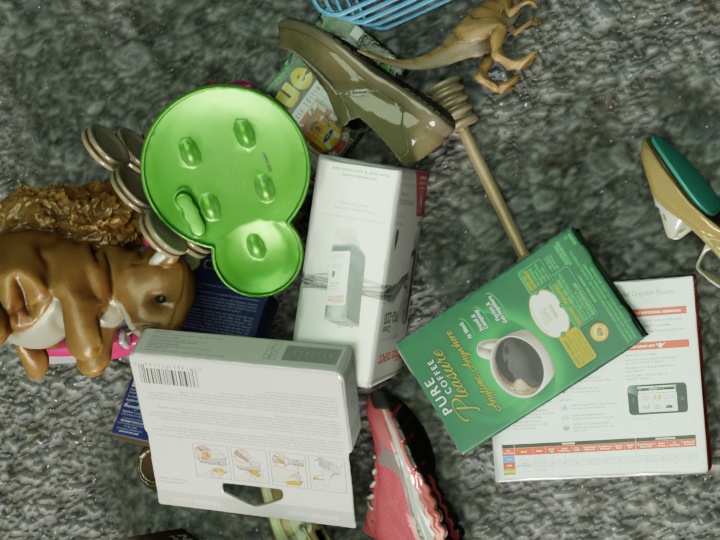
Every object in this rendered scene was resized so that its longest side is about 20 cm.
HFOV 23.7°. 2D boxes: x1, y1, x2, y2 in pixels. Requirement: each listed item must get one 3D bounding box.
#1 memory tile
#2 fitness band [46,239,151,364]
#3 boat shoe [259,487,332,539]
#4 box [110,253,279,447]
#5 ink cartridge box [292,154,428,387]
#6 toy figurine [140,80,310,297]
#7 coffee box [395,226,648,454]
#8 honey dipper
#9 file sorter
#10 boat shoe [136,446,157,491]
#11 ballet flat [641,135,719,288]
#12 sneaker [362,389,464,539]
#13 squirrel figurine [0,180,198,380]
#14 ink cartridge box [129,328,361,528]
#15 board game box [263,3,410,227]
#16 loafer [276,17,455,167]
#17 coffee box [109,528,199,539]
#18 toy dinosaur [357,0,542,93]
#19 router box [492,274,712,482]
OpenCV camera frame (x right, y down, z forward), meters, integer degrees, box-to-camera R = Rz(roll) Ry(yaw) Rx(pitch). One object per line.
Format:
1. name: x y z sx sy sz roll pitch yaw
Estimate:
1. memory tile: -0.174 -0.071 1.602 0.017 0.200 0.154 -41 74 19
2. fitness band: -0.268 0.017 1.691 0.198 0.037 0.145 -5 66 17
3. boat shoe: -0.039 0.264 1.650 0.063 0.073 0.202 -23 88 8
4. box: -0.154 0.078 1.657 0.120 0.032 0.201 9 71 26
5. ink cartridge box: 0.000 0.000 1.591 0.084 0.146 0.202 11 94 12
6. toy figurine: -0.113 -0.097 1.589 0.149 0.184 0.201 -19 110 4
7. coffee box: 0.145 0.064 1.556 0.199 0.044 0.123 -36 82 13
8. honey dipper: 0.119 -0.086 1.614 0.038 0.038 0.201 -26 86 14
9. file sorter: 0.022 -0.298 1.552 0.138 0.200 0.123 -23 88 14
10. boat shoe: -0.137 0.161 1.668 0.201 0.075 0.075 -26 85 14
11. ballet flat: 0.313 -0.034 1.551 0.200 0.069 0.063 46 116 10
12. sneaker: 0.033 0.215 1.626 0.086 0.074 0.201 -22 86 16
13. squirrel figurine: -0.247 -0.005 1.600 0.185 0.142 0.201 -10 64 8
14. ink cartridge box: -0.099 0.142 1.552 0.198 0.045 0.177 5 125 15
15. board game box: -0.048 -0.148 1.665 0.105 0.023 0.201 38 100 13
16. loafer: -0.006 -0.167 1.599 0.200 0.076 0.068 36 99 19
17. coffee box: -0.147 0.329 1.627 0.199 0.114 0.080 27 103 33
18. toy dinosaur: 0.106 -0.214 1.601 0.200 0.060 0.106 -38 80 -11
19. router box: 0.218 0.100 1.586 0.198 0.049 0.181 -4 90 15
